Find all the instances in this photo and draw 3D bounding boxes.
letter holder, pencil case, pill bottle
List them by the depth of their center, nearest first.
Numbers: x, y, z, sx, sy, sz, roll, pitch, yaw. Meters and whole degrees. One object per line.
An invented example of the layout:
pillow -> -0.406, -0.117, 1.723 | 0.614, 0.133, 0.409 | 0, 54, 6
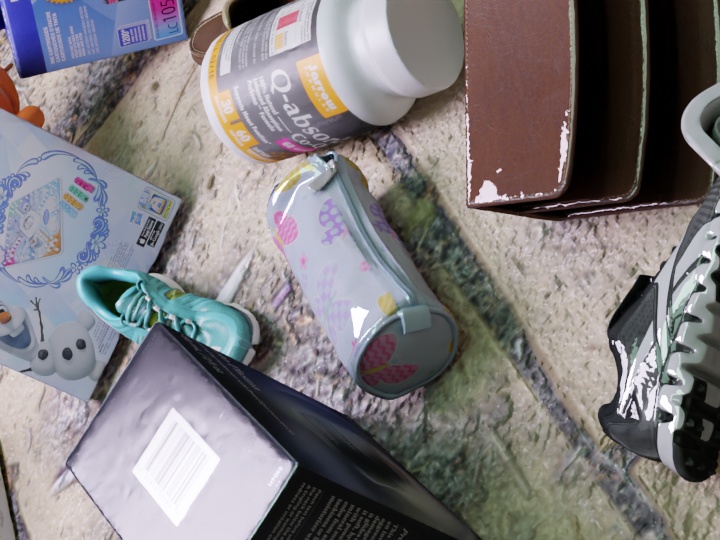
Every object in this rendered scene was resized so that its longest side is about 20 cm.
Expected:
letter holder -> 0.151, -0.142, 0.977 | 0.141, 0.100, 0.202 | -5, 83, 42
pencil case -> 0.000, 0.000, 1.107 | 0.091, 0.083, 0.201 | -65, 36, 31
pill bottle -> -0.023, -0.162, 1.197 | 0.199, 0.116, 0.117 | -15, 59, 41

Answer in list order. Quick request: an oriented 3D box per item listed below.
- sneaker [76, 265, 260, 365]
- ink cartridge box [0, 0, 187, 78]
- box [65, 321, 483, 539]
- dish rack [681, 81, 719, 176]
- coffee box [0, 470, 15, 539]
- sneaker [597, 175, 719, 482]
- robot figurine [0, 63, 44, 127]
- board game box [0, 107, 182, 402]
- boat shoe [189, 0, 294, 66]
sneaker -> -0.162, 0.044, 1.251 | 0.199, 0.079, 0.078 | 18, 83, 41
ink cartridge box -> -0.274, -0.268, 1.428 | 0.198, 0.137, 0.077 | -15, 41, -11
box -> -0.052, 0.154, 0.988 | 0.124, 0.198, 0.200 | -56, 41, 3
dish rack -> 0.292, -0.058, 0.829 | 0.171, 0.044, 0.200 | -27, 44, -6
coffee box -> -0.441, 0.252, 1.339 | 0.200, 0.197, 0.201 | -44, 46, 18
sneaker -> 0.191, 0.021, 0.911 | 0.090, 0.066, 0.202 | 8, 77, 45
robot figurine -> -0.378, -0.123, 1.399 | 0.143, 0.116, 0.201 | -30, 41, 35
board game box -> -0.288, -0.017, 1.327 | 0.201, 0.198, 0.043 | -65, 22, -5
boat shoe -> -0.092, -0.221, 1.331 | 0.201, 0.075, 0.075 | -4, 66, 45
